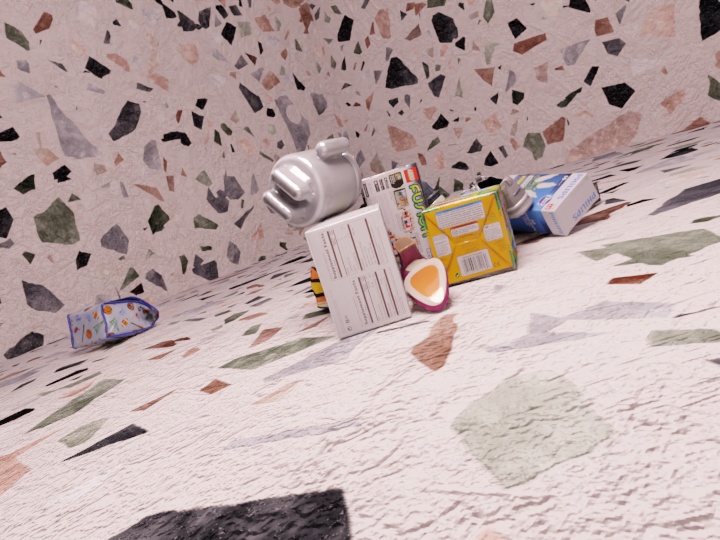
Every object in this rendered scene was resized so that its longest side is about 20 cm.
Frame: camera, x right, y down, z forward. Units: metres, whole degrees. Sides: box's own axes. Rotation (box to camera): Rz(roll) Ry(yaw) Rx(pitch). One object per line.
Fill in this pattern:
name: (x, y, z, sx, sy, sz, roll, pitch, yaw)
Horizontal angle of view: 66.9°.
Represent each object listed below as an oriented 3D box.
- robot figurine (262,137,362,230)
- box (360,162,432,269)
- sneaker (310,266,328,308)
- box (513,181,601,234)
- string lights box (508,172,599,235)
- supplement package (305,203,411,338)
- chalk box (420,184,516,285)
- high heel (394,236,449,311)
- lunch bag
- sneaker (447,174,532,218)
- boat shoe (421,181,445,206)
robot figurine: (-0.071, -0.139, 0.889, 0.199, 0.113, 0.171, -31, -22, -53)
box: (0.075, -0.077, 0.975, 0.108, 0.204, 0.035, -17, 7, -4)
sneaker: (0.000, 0.000, 1.020, 0.197, 0.092, 0.070, -21, 8, -16)
box: (0.384, -0.129, 1.177, 0.196, 0.051, 0.199, -7, 15, 46)
string lights box: (0.332, -0.127, 1.030, 0.103, 0.059, 0.199, -45, 24, -14)
supplement package: (0.000, -0.010, 0.837, 0.109, 0.159, 0.200, -18, 8, 4)
chalk box: (0.190, -0.068, 0.920, 0.123, 0.126, 0.200, -15, 8, 18)
high heel: (0.099, 0.028, 0.823, 0.067, 0.097, 0.200, -30, 28, -2)
lunch bag: (-0.724, 0.148, 1.612, 0.167, 0.127, 0.199, -14, -5, 27)
sneaker: (0.233, -0.149, 1.034, 0.075, 0.082, 0.199, -48, 25, -22)
boat shoe: (0.107, -0.121, 1.104, 0.075, 0.062, 0.200, -41, -1, -15)
